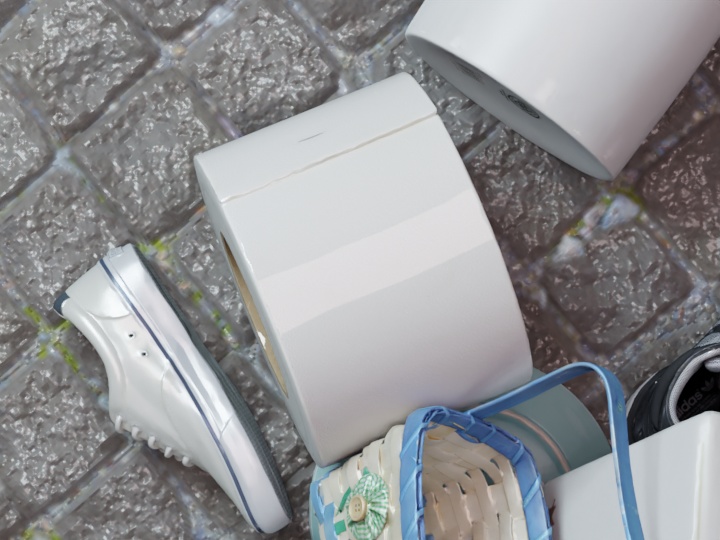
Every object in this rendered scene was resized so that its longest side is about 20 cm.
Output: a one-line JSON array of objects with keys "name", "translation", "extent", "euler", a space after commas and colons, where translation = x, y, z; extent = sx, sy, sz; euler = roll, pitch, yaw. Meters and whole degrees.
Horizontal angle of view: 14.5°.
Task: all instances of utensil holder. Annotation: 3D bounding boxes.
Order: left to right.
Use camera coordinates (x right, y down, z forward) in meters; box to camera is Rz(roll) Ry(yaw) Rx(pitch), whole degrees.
[{"name": "utensil holder", "translation": [0.147, -0.178, 1.713], "extent": [0.170, 0.170, 0.200], "euler": [34, 87, -3]}]

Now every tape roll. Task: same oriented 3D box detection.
[{"name": "tape roll", "translation": [0.000, 0.000, 1.675], "extent": [0.139, 0.203, 0.203], "euler": [-23, 89, -5]}]

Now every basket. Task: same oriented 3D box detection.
[{"name": "basket", "translation": [0.075, 0.162, 1.611], "extent": [0.200, 0.139, 0.177], "euler": [-21, 64, 28]}]

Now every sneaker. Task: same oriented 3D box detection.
[{"name": "sneaker", "translation": [-0.115, 0.083, 1.733], "extent": [0.071, 0.073, 0.200], "euler": [-34, 81, 4]}, {"name": "sneaker", "translation": [0.245, 0.050, 1.736], "extent": [0.075, 0.114, 0.200], "euler": [44, 85, -2]}]

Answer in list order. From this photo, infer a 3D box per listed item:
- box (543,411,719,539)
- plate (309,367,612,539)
[{"name": "box", "translation": [0.215, 0.209, 1.647], "extent": [0.171, 0.199, 0.200], "euler": [15, 69, -21]}, {"name": "plate", "translation": [0.068, 0.151, 1.761], "extent": [0.200, 0.026, 0.201], "euler": [0, 87, -4]}]
